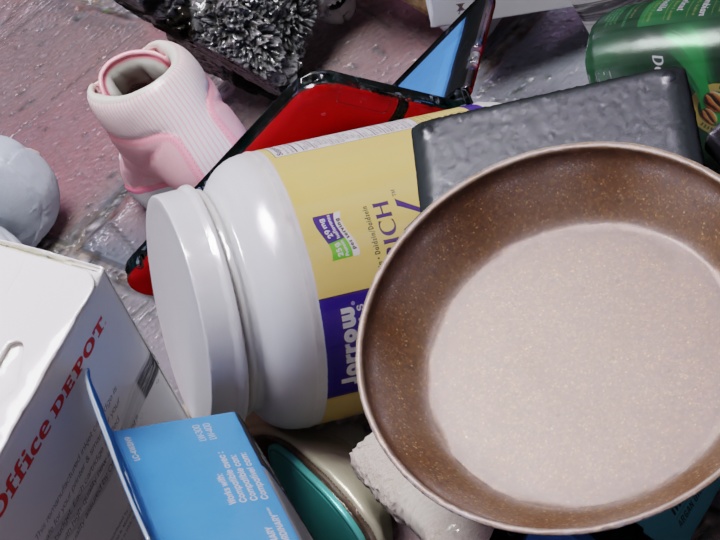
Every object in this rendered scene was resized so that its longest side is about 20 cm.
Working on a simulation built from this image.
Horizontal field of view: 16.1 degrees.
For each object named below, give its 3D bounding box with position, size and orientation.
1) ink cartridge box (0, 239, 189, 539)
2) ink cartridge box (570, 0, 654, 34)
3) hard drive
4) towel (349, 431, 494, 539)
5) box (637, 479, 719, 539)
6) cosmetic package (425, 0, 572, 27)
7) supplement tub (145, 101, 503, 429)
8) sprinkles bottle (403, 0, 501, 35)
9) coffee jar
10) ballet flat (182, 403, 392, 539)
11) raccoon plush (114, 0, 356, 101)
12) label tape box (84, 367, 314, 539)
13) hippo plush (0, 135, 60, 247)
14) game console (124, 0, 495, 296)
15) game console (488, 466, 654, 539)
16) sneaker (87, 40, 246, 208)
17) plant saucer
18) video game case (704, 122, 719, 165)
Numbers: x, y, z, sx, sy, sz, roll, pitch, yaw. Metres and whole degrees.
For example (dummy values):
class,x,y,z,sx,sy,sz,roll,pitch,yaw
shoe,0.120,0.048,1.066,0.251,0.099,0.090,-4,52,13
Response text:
class,x,y,z,sx,sy,sz,roll,pitch,yaw
ink cartridge box,-0.162,0.099,1.260,0.082,0.200,0.147,16,62,24
ink cartridge box,0.183,-0.194,1.413,0.144,0.200,0.084,-12,44,28
hard drive,0.101,0.002,1.199,0.139,0.033,0.201,-12,56,9
towel,0.099,0.066,1.224,0.200,0.035,0.133,-37,35,-7
box,0.125,0.099,1.237,0.082,0.049,0.200,8,52,42
cosmetic package,0.128,-0.231,1.491,0.198,0.152,0.052,-8,35,0
supplement tub,0.000,0.000,1.321,0.199,0.146,0.146,-13,32,-15
sprinkles bottle,0.006,-0.218,1.601,0.199,0.068,0.068,32,63,8
coffee jar,0.226,-0.108,1.353,0.199,0.105,0.085,-12,14,29
ballet flat,-0.029,0.099,1.354,0.069,0.070,0.200,-45,36,-16
raccoon plush,-0.071,-0.199,1.636,0.096,0.200,0.135,22,82,33
label tape box,-0.050,0.141,1.196,0.066,0.201,0.143,-28,34,-3
hippo plush,-0.279,-0.016,1.657,0.199,0.161,0.161,-1,13,18
game console,-0.028,-0.076,1.454,0.200,0.172,0.119,-44,50,37
game console,0.130,0.191,1.066,0.175,0.117,0.201,-2,46,38
sneaker,-0.125,-0.095,1.586,0.075,0.105,0.200,-40,15,-10
plant saucer,0.098,0.035,1.136,0.199,0.037,0.202,-8,55,12
video game case,0.298,-0.063,1.220,0.200,0.026,0.181,-41,76,-11
